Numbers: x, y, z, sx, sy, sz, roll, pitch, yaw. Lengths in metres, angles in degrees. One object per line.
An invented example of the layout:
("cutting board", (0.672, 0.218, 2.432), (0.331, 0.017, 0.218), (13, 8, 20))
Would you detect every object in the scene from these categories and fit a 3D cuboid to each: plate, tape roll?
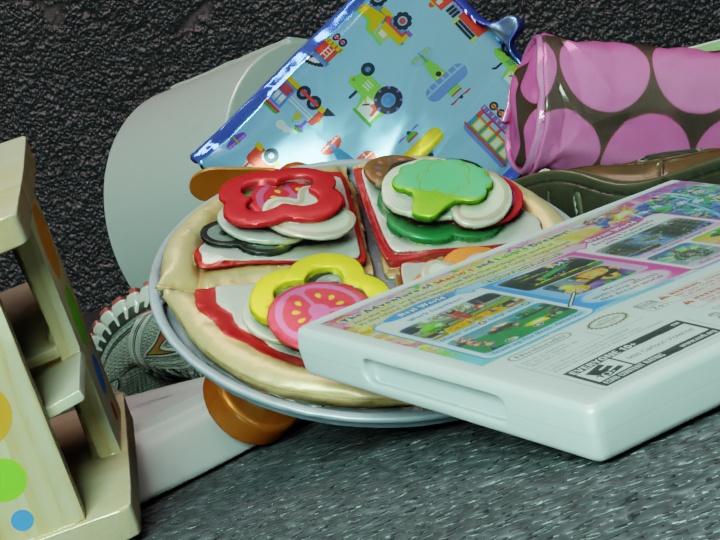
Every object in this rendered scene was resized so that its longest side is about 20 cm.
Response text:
("plate", (-0.134, 0.092, 0.990), (0.199, 0.033, 0.200), (-17, 4, 40))
("tape roll", (-0.069, -0.053, 1.488), (0.139, 0.204, 0.202), (-16, 4, 44))

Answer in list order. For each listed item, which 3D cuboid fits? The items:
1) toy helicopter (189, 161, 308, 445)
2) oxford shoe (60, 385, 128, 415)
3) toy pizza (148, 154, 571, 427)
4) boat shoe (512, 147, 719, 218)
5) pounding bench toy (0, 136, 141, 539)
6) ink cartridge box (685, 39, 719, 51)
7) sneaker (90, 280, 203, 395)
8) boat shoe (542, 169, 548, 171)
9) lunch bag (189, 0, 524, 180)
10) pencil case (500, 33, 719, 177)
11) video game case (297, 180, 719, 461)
("toy helicopter", (0.000, 0.000, 0.976), (0.199, 0.133, 0.079), (-5, -30, -39))
("oxford shoe", (-0.179, 0.070, 1.141), (0.075, 0.058, 0.200), (-27, -12, 6))
("toy pizza", (0.008, -0.003, 0.869), (0.199, 0.032, 0.201), (0, 33, 0))
("boat shoe", (0.150, -0.023, 1.035), (0.199, 0.072, 0.068), (-3, 8, 42))
("pounding bench toy", (-0.209, 0.048, 0.823), (0.199, 0.157, 0.124), (-20, 19, -1))
("ink cartridge box", (0.261, -0.120, 1.446), (0.199, 0.048, 0.145), (-11, -19, 41))
("sneaker", (-0.098, 0.042, 1.211), (0.077, 0.083, 0.200), (1, -27, -37))
("boat shoe", (0.172, -0.048, 1.221), (0.092, 0.075, 0.200), (15, 42, 35))
("lunch bag", (0.024, -0.085, 1.240), (0.200, 0.151, 0.094), (-45, -9, 11))
("pencil case", (0.174, -0.085, 1.105), (0.199, 0.091, 0.094), (3, 15, -15))
("video game case", (0.105, 0.010, 0.752), (0.199, 0.024, 0.182), (-21, 17, -29))
